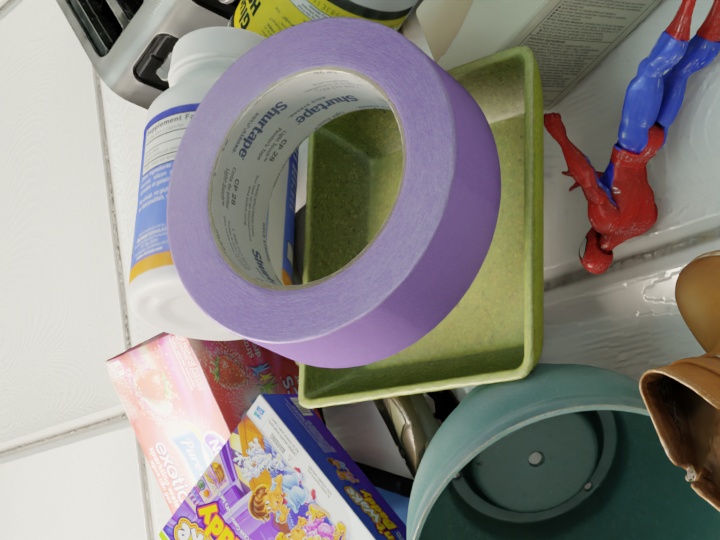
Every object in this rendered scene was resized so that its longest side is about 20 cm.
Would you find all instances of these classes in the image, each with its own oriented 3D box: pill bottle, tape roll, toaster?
[{"bbox_3d":[-0.099,-0.063,1.060,0.112,0.111,0.202,-31,50,50],"label":"pill bottle"},{"bbox_3d":[-0.018,-0.046,0.910,0.199,0.066,0.202,-10,70,28],"label":"tape roll"},{"bbox_3d":[-0.150,-0.251,1.269,0.181,0.118,0.201,-48,54,22],"label":"toaster"},{"bbox_3d":[-0.041,-0.181,1.158,0.200,0.112,0.113,-52,52,41],"label":"pill bottle"}]

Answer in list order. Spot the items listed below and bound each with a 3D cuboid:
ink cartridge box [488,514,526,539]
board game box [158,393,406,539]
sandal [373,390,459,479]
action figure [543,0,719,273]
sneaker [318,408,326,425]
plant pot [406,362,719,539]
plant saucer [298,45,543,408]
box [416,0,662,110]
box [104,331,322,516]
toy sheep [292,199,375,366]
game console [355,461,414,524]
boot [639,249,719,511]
[{"bbox_3d":[0.070,0.272,1.012,0.068,0.115,0.202,59,-158,-78],"label":"ink cartridge box"},{"bbox_3d":[-0.033,0.199,0.994,0.200,0.045,0.135,48,113,29],"label":"board game box"},{"bbox_3d":[0.046,0.102,1.048,0.082,0.054,0.200,63,176,12],"label":"sandal"},{"bbox_3d":[0.156,-0.100,0.932,0.099,0.065,0.202,33,117,41],"label":"action figure"},{"bbox_3d":[-0.056,0.057,1.216,0.147,0.076,0.203,-56,46,42],"label":"sneaker"},{"bbox_3d":[0.116,0.137,0.912,0.134,0.198,0.202,-108,30,-65],"label":"plant pot"},{"bbox_3d":[0.046,-0.018,0.955,0.199,0.048,0.202,-13,71,45],"label":"plant saucer"},{"bbox_3d":[0.131,-0.188,0.939,0.200,0.094,0.078,-44,56,44],"label":"box"},{"bbox_3d":[-0.093,0.130,1.138,0.094,0.102,0.201,-22,92,38],"label":"box"},{"bbox_3d":[0.000,0.000,1.096,0.199,0.137,0.139,-25,71,41],"label":"toy sheep"},{"bbox_3d":[-0.010,0.249,1.137,0.199,0.175,0.117,8,126,54],"label":"game console"},{"bbox_3d":[0.198,0.054,0.802,0.200,0.154,0.074,47,127,42],"label":"boot"}]
